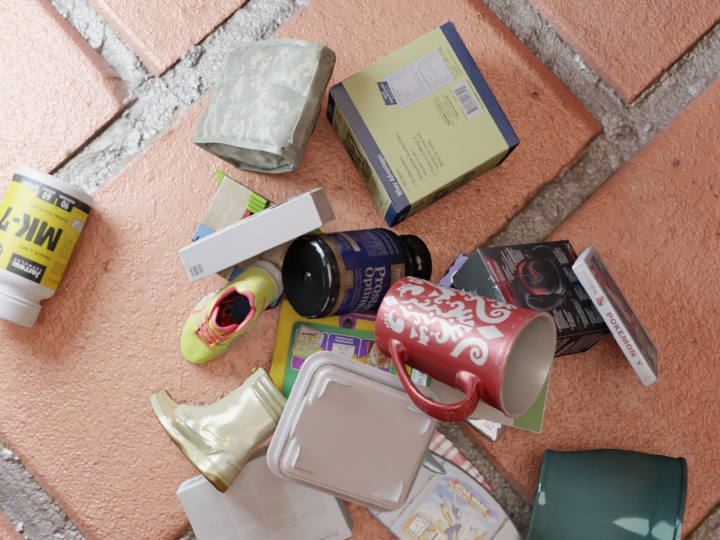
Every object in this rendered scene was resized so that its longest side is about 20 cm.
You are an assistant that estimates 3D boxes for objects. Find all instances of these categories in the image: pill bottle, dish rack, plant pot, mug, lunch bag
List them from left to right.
[{"bbox_3d":[-0.458,-0.031,1.392,0.113,0.114,0.202,21,83,0],"label":"pill bottle"},{"bbox_3d":[-0.118,-0.225,1.385,0.117,0.199,0.166,27,80,-39],"label":"lunch bag"},{"bbox_3d":[-0.001,0.207,1.249,0.198,0.044,0.173,22,94,-16],"label":"dish rack"},{"bbox_3d":[0.000,0.000,1.377,0.199,0.111,0.113,-8,82,-41],"label":"pill bottle"},{"bbox_3d":[0.113,0.088,1.241,0.199,0.177,0.135,20,110,35],"label":"mug"},{"bbox_3d":[0.325,0.331,1.361,0.186,0.200,0.202,12,83,11],"label":"plant pot"}]

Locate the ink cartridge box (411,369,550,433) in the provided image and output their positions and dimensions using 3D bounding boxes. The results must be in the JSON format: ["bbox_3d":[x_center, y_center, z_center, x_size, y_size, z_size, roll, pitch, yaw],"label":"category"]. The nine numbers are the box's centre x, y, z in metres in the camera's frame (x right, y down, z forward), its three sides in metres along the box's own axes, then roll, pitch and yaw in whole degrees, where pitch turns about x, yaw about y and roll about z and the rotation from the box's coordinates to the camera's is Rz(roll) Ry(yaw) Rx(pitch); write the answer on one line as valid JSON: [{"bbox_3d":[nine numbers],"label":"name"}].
[{"bbox_3d":[0.170,0.136,1.396,0.198,0.048,0.147,17,78,-26],"label":"ink cartridge box"}]

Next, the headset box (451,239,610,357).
[{"bbox_3d":[0.229,0.044,1.375,0.198,0.075,0.150,-6,61,-36],"label":"headset box"}]

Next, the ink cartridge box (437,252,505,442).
[{"bbox_3d":[0.169,0.106,1.446,0.199,0.041,0.200,37,83,2],"label":"ink cartridge box"}]

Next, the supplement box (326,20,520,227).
[{"bbox_3d":[0.083,-0.203,1.430,0.198,0.134,0.201,-29,86,-6],"label":"supplement box"}]

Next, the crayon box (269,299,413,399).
[{"bbox_3d":[-0.024,0.142,1.409,0.198,0.058,0.175,8,84,9],"label":"crayon box"}]

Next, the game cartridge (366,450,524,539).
[{"bbox_3d":[0.123,0.345,1.391,0.200,0.042,0.133,41,89,3],"label":"game cartridge"}]

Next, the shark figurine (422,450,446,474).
[{"bbox_3d":[-0.001,0.225,1.310,0.214,0.090,0.128,34,123,-25],"label":"shark figurine"}]

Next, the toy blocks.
[{"bbox_3d":[-0.155,-0.035,1.427,0.199,0.100,0.138,30,93,5],"label":"toy blocks"}]

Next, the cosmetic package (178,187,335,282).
[{"bbox_3d":[-0.137,-0.049,1.341,0.198,0.083,0.051,-23,93,13],"label":"cosmetic package"}]

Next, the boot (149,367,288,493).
[{"bbox_3d":[-0.188,0.187,1.368,0.155,0.073,0.200,-44,44,-11],"label":"boot"}]

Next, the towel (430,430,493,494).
[{"bbox_3d":[0.075,0.292,1.428,0.146,0.030,0.200,-43,86,-5],"label":"towel"}]

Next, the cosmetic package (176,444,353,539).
[{"bbox_3d":[-0.128,0.324,1.370,0.198,0.052,0.152,-23,95,4],"label":"cosmetic package"}]

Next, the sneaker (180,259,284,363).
[{"bbox_3d":[-0.191,0.066,1.376,0.078,0.090,0.200,43,118,-3],"label":"sneaker"}]

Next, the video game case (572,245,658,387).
[{"bbox_3d":[0.355,0.056,1.386,0.023,0.200,0.183,-32,87,18],"label":"video game case"}]
